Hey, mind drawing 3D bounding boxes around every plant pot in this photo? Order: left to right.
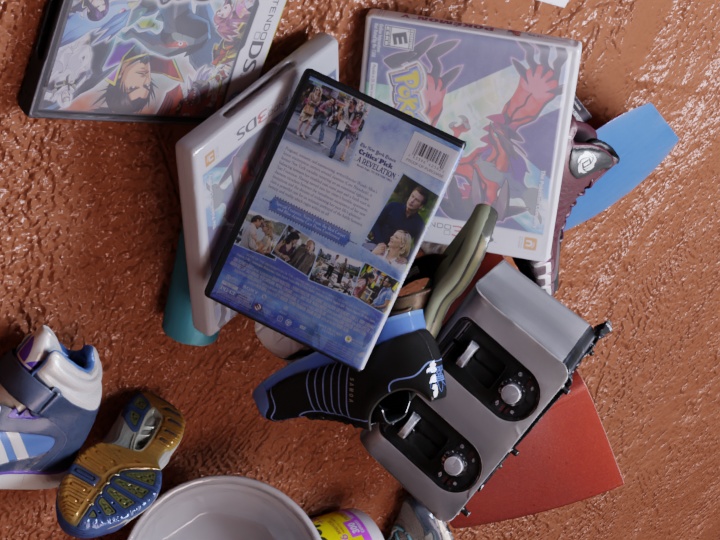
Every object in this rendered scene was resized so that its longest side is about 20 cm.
[{"bbox_3d":[0.124,0.137,1.778,0.175,0.201,0.200,-30,140,-1],"label":"plant pot"}]

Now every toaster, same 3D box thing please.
[{"bbox_3d":[0.110,0.099,1.570,0.181,0.118,0.200,-52,174,18],"label":"toaster"}]

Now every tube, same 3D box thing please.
[{"bbox_3d":[-0.126,-0.033,1.526,0.077,0.050,0.201,-14,129,-44],"label":"tube"}]

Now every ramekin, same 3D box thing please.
[{"bbox_3d":[-0.130,0.300,1.701,0.199,0.201,0.105,-32,171,-12],"label":"ramekin"}]

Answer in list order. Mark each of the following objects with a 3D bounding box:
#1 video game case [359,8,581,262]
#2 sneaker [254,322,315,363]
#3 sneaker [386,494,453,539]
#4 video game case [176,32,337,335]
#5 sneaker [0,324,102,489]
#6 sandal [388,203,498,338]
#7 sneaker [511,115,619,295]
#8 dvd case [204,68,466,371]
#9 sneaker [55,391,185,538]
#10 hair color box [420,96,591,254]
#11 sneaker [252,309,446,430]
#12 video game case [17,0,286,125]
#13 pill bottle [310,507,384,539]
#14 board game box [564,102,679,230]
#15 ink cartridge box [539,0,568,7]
[{"bbox_3d":[0.085,-0.113,1.527,0.181,0.023,0.201,10,118,8],"label":"video game case"},{"bbox_3d":[0.000,0.000,1.560,0.200,0.079,0.130,-61,156,-2],"label":"sneaker"},{"bbox_3d":[0.050,0.325,1.967,0.086,0.078,0.201,-18,135,-22],"label":"sneaker"},{"bbox_3d":[-0.079,-0.070,1.483,0.182,0.023,0.201,-42,147,-35],"label":"video game case"},{"bbox_3d":[-0.306,0.105,1.477,0.199,0.081,0.147,5,114,-38],"label":"sneaker"},{"bbox_3d":[0.048,0.016,1.505,0.057,0.080,0.202,26,120,-10],"label":"sandal"},{"bbox_3d":[0.187,-0.061,1.627,0.115,0.076,0.201,-26,139,-6],"label":"sneaker"},{"bbox_3d":[-0.021,-0.040,1.421,0.201,0.142,0.018,-65,174,4],"label":"dvd case"},{"bbox_3d":[-0.214,0.189,1.561,0.088,0.075,0.200,-56,178,28],"label":"sneaker"},{"bbox_3d":[0.108,-0.106,1.638,0.200,0.061,0.100,-45,141,4],"label":"hair color box"},{"bbox_3d":[-0.011,0.101,1.487,0.070,0.078,0.199,-9,165,-47],"label":"sneaker"},{"bbox_3d":[-0.147,-0.196,1.372,0.199,0.026,0.182,-2,126,-39],"label":"video game case"},{"bbox_3d":[-0.075,0.316,1.829,0.199,0.104,0.105,-13,133,-32],"label":"pill bottle"},{"bbox_3d":[0.221,-0.108,1.731,0.158,0.039,0.200,-38,158,11],"label":"board game box"},{"bbox_3d":[0.071,-0.286,1.379,0.199,0.145,0.085,6,120,-43],"label":"ink cartridge box"}]
